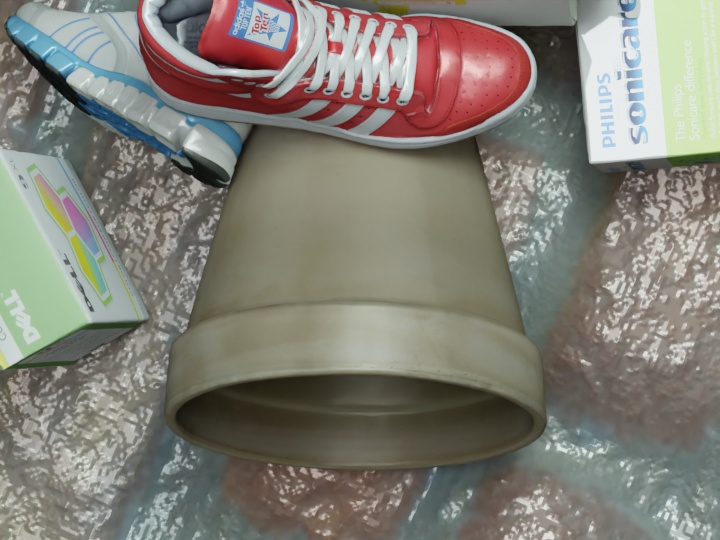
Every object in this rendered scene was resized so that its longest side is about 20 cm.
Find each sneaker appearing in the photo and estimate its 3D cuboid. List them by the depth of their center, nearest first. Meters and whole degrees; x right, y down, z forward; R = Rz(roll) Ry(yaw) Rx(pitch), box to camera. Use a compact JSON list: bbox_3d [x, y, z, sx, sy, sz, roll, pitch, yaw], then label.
[{"bbox_3d":[-0.014,-0.110,1.396,0.200,0.112,0.071,2,76,5],"label":"sneaker"},{"bbox_3d":[-0.112,-0.115,1.534,0.200,0.075,0.087,29,80,42],"label":"sneaker"}]

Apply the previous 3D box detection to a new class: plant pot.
[{"bbox_3d":[0.000,0.000,1.495,0.200,0.200,0.174,-1,71,9],"label":"plant pot"}]

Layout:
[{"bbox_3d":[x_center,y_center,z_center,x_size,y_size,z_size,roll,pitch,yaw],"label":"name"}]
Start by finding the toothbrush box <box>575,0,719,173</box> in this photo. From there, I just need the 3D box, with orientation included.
[{"bbox_3d":[0.216,-0.134,1.500,0.200,0.086,0.146,-6,87,8],"label":"toothbrush box"}]

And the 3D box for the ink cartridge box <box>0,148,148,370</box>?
[{"bbox_3d":[-0.179,-0.005,1.502,0.059,0.200,0.104,-29,85,7],"label":"ink cartridge box"}]

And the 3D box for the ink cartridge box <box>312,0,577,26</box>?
[{"bbox_3d":[0.034,-0.203,1.427,0.200,0.125,0.129,0,75,8],"label":"ink cartridge box"}]
